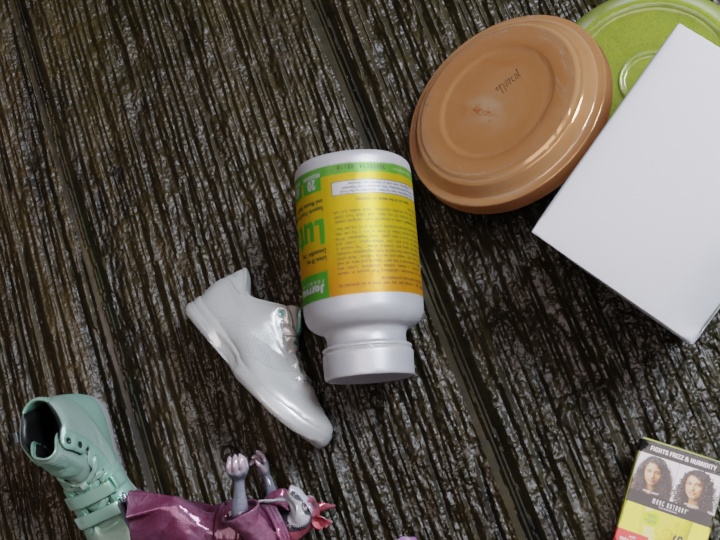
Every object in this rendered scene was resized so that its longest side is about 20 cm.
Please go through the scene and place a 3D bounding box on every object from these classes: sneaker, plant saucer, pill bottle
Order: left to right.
[{"bbox_3d":[-0.269,0.212,0.907,0.074,0.118,0.201,-30,73,8],"label":"sneaker"},{"bbox_3d":[-0.081,0.077,0.905,0.088,0.075,0.200,-41,69,-7],"label":"sneaker"},{"bbox_3d":[0.000,0.000,0.869,0.111,0.111,0.201,-8,77,15],"label":"pill bottle"},{"bbox_3d":[0.129,-0.148,0.862,0.200,0.032,0.201,-17,58,29],"label":"plant saucer"},{"bbox_3d":[0.265,-0.170,0.864,0.199,0.031,0.201,-4,78,17],"label":"plant saucer"}]

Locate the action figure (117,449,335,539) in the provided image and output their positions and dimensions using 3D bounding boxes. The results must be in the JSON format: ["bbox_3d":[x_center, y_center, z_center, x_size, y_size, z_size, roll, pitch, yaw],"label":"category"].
[{"bbox_3d":[-0.118,0.238,0.847,0.199,0.134,0.150,-6,78,19],"label":"action figure"}]

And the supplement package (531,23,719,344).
[{"bbox_3d":[0.264,-0.067,0.777,0.156,0.111,0.200,37,99,13],"label":"supplement package"}]

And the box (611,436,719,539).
[{"bbox_3d":[0.239,0.244,0.779,0.075,0.050,0.201,17,85,19],"label":"box"}]

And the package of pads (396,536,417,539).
[{"bbox_3d":[0.055,0.343,0.804,0.120,0.076,0.200,-43,70,9],"label":"package of pads"}]
